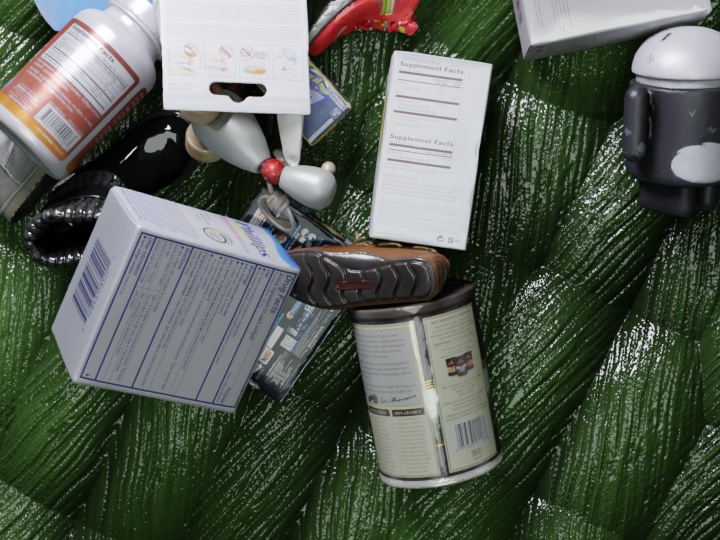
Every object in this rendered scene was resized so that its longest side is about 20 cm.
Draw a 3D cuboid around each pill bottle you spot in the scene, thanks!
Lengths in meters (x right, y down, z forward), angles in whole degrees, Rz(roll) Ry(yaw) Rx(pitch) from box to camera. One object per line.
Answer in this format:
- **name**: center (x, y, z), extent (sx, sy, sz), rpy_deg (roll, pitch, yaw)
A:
- **pill bottle**: center (-0.292, -0.203, 1.322), extent (0.112, 0.112, 0.200), rpy_deg (43, 78, -5)

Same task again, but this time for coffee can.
- **coffee can**: center (0.073, 0.124, 1.392), extent (0.144, 0.146, 0.203), rpy_deg (-10, 98, 2)

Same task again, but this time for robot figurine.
- **robot figurine**: center (0.351, -0.164, 1.354), extent (0.123, 0.150, 0.203), rpy_deg (3, 108, 13)

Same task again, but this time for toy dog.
- **toy dog**: center (-0.105, -0.146, 1.343), extent (0.199, 0.132, 0.097), rpy_deg (39, 64, -8)

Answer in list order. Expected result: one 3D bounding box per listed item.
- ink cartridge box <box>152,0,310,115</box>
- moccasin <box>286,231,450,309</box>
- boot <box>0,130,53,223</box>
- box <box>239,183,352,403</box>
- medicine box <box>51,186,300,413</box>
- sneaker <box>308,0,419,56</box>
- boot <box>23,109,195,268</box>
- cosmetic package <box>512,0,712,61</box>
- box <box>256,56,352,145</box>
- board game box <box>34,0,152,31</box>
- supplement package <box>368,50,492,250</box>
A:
- **ink cartridge box**: center (-0.136, -0.257, 1.301), extent (0.158, 0.047, 0.203), rpy_deg (0, 80, -18)
- **moccasin**: center (0.000, -0.002, 1.362), extent (0.199, 0.078, 0.075), rpy_deg (-7, 102, 22)
- **boot**: center (-0.422, -0.176, 1.404), extent (0.200, 0.073, 0.182), rpy_deg (43, 95, 2)
- **box**: center (-0.101, 0.027, 1.431), extent (0.158, 0.046, 0.201), rpy_deg (34, 97, -3)
- **medicine box**: center (-0.195, 0.034, 1.308), extent (0.198, 0.103, 0.184), rpy_deg (15, 110, -34)
- **sneaker**: center (0.025, -0.291, 1.371), extent (0.199, 0.077, 0.085), rpy_deg (-34, 102, 4)
- **boot**: center (-0.266, -0.088, 1.357), extent (0.210, 0.158, 0.080), rpy_deg (-34, 108, 7)
- **cosmetic package**: center (0.269, -0.305, 1.353), extent (0.197, 0.085, 0.109), rpy_deg (-9, 87, 1)
- **box**: center (-0.096, -0.235, 1.382), extent (0.064, 0.070, 0.200), rpy_deg (-42, 95, 7)
- **board game box**: center (-0.272, -0.344, 1.385), extent (0.197, 0.039, 0.160), rpy_deg (2, 100, -10)
- **supplement package**: center (0.075, -0.134, 1.372), extent (0.108, 0.114, 0.203), rpy_deg (7, 97, -1)
